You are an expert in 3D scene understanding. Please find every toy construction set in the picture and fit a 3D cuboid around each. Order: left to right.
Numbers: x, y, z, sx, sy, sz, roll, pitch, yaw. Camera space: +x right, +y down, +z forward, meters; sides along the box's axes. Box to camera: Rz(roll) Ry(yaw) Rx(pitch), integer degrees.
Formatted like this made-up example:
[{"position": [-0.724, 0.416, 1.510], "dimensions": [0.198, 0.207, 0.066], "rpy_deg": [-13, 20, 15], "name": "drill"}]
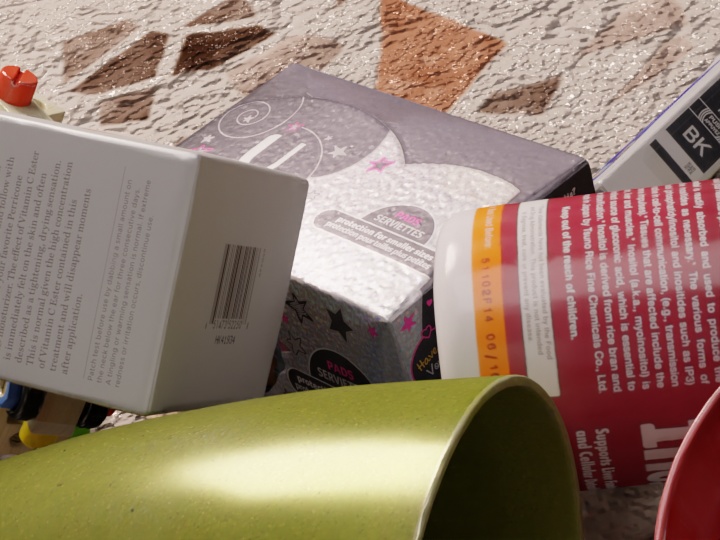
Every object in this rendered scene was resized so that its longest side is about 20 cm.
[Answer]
[{"position": [-0.153, 0.005, 0.895], "dimensions": [0.092, 0.201, 0.131], "rpy_deg": [-5, 36, -24], "name": "toy construction set"}]

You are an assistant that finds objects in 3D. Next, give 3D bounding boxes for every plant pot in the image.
[{"position": [-0.045, 0.123, 0.663], "dimensions": [0.199, 0.188, 0.187], "rpy_deg": [3, 39, 24], "name": "plant pot"}]

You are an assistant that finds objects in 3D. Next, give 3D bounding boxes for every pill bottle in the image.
[{"position": [0.133, 0.022, 0.725], "dimensions": [0.199, 0.113, 0.113], "rpy_deg": [-7, 35, 10], "name": "pill bottle"}]

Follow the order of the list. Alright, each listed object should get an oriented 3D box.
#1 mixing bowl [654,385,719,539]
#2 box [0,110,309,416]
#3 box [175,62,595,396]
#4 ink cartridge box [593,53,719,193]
[{"position": [0.200, 0.114, 0.621], "dimensions": [0.199, 0.109, 0.201], "rpy_deg": [-8, 55, 11], "name": "mixing bowl"}, {"position": [-0.139, -0.013, 0.758], "dimensions": [0.199, 0.098, 0.124], "rpy_deg": [13, 2, 18], "name": "box"}, {"position": [0.000, 0.000, 0.886], "dimensions": [0.132, 0.115, 0.200], "rpy_deg": [-38, 39, -27], "name": "box"}, {"position": [0.161, -0.066, 0.930], "dimensions": [0.200, 0.039, 0.099], "rpy_deg": [-43, 0, -29], "name": "ink cartridge box"}]
